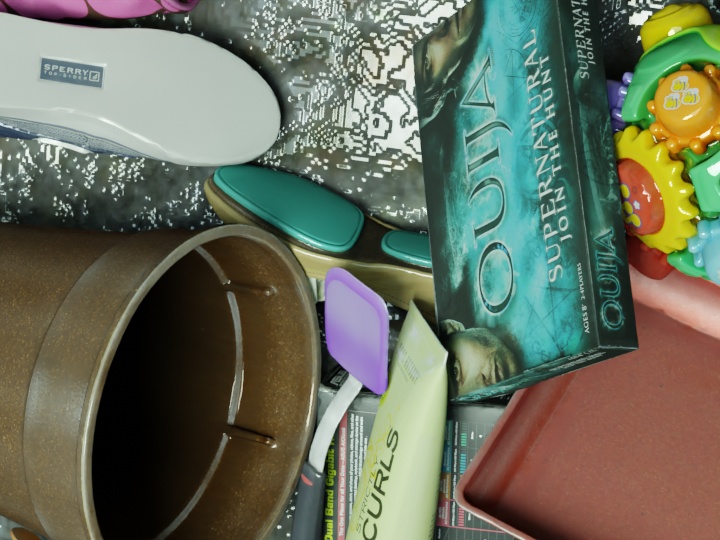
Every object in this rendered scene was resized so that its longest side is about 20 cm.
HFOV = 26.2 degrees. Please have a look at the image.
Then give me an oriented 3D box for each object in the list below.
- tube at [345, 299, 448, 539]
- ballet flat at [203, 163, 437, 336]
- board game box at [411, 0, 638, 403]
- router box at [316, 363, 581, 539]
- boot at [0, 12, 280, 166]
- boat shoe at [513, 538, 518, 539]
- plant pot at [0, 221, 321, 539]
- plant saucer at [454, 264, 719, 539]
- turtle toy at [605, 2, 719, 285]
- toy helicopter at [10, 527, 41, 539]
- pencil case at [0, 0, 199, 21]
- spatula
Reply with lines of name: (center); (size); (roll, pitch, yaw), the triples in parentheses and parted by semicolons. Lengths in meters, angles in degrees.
tube: (0.018, 0.122, 0.824); (0.058, 0.052, 0.201); (22, 111, 32)
ballet flat: (0.000, 0.000, 0.868); (0.199, 0.069, 0.063); (19, 119, 10)
board game box: (0.077, -0.044, 0.776); (0.135, 0.028, 0.202); (-29, 62, 57)
router box: (0.051, 0.159, 0.888); (0.149, 0.062, 0.202); (4, 103, 12)
boot: (-0.149, -0.100, 0.886); (0.199, 0.090, 0.073); (13, 81, -16)
boat shoe: (0.174, 0.147, 0.832); (0.199, 0.072, 0.077); (-18, 116, -10)
plant pot: (-0.156, 0.059, 0.847); (0.197, 0.200, 0.202); (11, 105, 31)
plant saucer: (0.176, 0.097, 0.786); (0.199, 0.200, 0.037); (26, 144, 17)
turtle toy: (0.158, -0.053, 0.769); (0.101, 0.200, 0.147); (-25, 102, -20)
toy helicopter: (-0.175, 0.244, 0.968); (0.199, 0.079, 0.133); (16, 99, -2)
pencil case: (-0.192, -0.176, 0.862); (0.199, 0.094, 0.091); (-5, 100, 15)
spatula: (-0.017, 0.091, 0.839); (0.056, 0.020, 0.201); (37, 123, 42)
